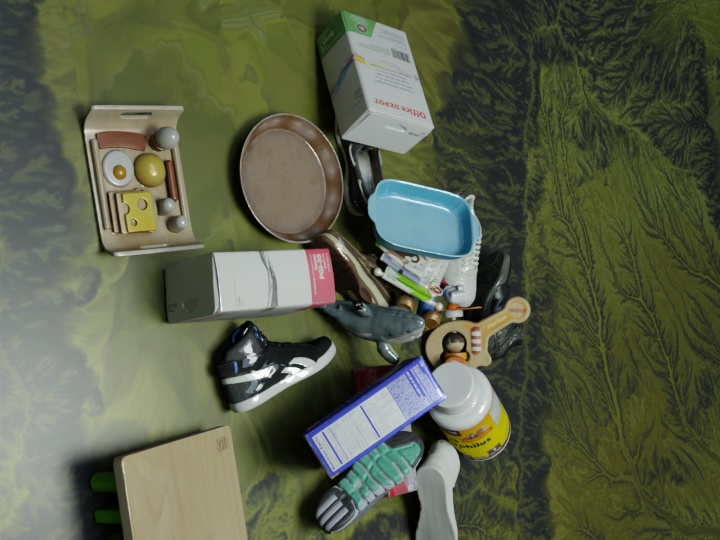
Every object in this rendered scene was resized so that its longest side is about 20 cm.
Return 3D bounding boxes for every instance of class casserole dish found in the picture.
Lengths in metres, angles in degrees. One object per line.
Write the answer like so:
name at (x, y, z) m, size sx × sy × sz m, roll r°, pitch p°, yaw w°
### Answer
casserole dish at (0.097, -0.076, 1.493) m, size 0.197 × 0.039 × 0.123 m, roll 11°, pitch 60°, yaw -20°

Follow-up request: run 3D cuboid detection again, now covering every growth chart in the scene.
growth chart at (0.092, -0.043, 1.513) m, size 0.143 × 0.018 × 0.202 m, roll 24°, pitch 56°, yaw -5°

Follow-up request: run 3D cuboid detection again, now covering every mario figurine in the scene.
mario figurine at (0.113, -0.008, 1.541) m, size 0.124 × 0.104 × 0.202 m, roll 56°, pitch 35°, yaw -40°

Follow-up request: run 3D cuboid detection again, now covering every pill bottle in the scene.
pill bottle at (0.174, 0.228, 1.515) m, size 0.201 × 0.108 × 0.111 m, roll 55°, pitch 49°, yaw -51°

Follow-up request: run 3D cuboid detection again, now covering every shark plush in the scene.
shark plush at (0.006, 0.060, 1.435) m, size 0.198 × 0.084 × 0.092 m, roll 29°, pitch 71°, yaw 12°

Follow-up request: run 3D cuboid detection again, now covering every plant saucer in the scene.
plant saucer at (-0.112, -0.141, 1.444) m, size 0.198 × 0.034 × 0.204 m, roll 7°, pitch 80°, yaw -40°

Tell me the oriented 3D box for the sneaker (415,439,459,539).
sneaker at (0.137, 0.385, 1.543) m, size 0.116 × 0.072 × 0.204 m, roll -48°, pitch 139°, yaw -62°

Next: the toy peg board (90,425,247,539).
toy peg board at (-0.257, 0.326, 1.222) m, size 0.198 × 0.097 × 0.204 m, roll -7°, pitch 88°, yaw -56°

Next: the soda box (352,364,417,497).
soda box at (0.038, 0.255, 1.483) m, size 0.063 × 0.070 × 0.204 m, roll -4°, pitch 85°, yaw -38°

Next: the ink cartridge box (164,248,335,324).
ink cartridge box at (-0.156, 0.022, 1.305) m, size 0.198 × 0.145 × 0.084 m, roll -2°, pitch 83°, yaw -41°

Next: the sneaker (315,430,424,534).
sneaker at (0.013, 0.323, 1.416) m, size 0.199 × 0.088 × 0.075 m, roll -36°, pitch 68°, yaw -13°

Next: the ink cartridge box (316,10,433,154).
ink cartridge box at (0.023, -0.305, 1.514) m, size 0.143 × 0.084 × 0.203 m, roll 7°, pitch 58°, yaw -39°

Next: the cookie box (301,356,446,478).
cookie box at (0.014, 0.213, 1.355) m, size 0.198 × 0.171 × 0.076 m, roll -33°, pitch 86°, yaw -8°

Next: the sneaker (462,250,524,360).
sneaker at (0.252, 0.071, 1.696) m, size 0.113 × 0.076 × 0.203 m, roll 25°, pitch 70°, yaw -37°

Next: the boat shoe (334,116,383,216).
boat shoe at (0.003, -0.194, 1.533) m, size 0.073 × 0.060 × 0.204 m, roll 3°, pitch 81°, yaw -39°

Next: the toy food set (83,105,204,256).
toy food set at (-0.292, -0.124, 1.270) m, size 0.142 × 0.060 × 0.204 m, roll -8°, pitch 88°, yaw -41°

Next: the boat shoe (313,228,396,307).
boat shoe at (-0.005, 0.000, 1.491) m, size 0.203 × 0.074 × 0.075 m, roll 57°, pitch 48°, yaw -34°

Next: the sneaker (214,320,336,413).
sneaker at (-0.125, 0.115, 1.365) m, size 0.199 × 0.072 × 0.114 m, roll -30°, pitch 104°, yaw -38°

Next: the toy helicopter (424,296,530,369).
toy helicopter at (0.199, 0.098, 1.596) m, size 0.198 × 0.079 × 0.134 m, roll -31°, pitch 83°, yaw 3°

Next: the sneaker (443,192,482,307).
sneaker at (0.180, -0.036, 1.647) m, size 0.076 × 0.080 × 0.204 m, roll -10°, pitch 91°, yaw -42°
